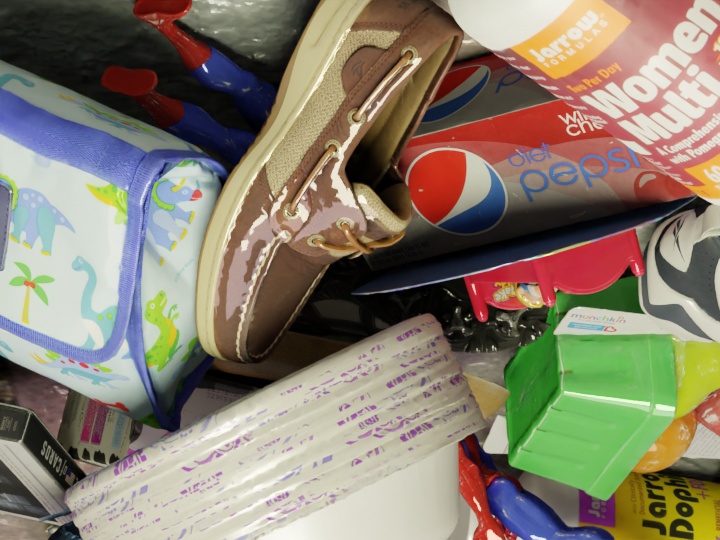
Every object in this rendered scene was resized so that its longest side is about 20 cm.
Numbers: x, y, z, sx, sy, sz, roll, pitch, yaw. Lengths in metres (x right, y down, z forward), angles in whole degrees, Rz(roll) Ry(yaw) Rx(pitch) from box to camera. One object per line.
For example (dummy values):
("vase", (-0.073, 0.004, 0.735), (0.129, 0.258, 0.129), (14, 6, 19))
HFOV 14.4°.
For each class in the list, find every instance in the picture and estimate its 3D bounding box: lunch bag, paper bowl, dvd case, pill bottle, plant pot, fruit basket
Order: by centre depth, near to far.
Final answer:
("pill bottle", (0.105, -0.119, 1.161), (0.200, 0.110, 0.109), (32, 143, -23))
("lunch bag", (-0.149, -0.029, 1.324), (0.169, 0.128, 0.200), (23, 157, 16))
("paper bowl", (-0.033, 0.107, 1.367), (0.200, 0.105, 0.201), (-25, 177, -2))
("plant pot", (-0.018, 0.058, 1.553), (0.199, 0.028, 0.200), (12, 174, 1))
("fruit basket", (0.183, 0.059, 1.564), (0.199, 0.094, 0.185), (-2, 155, -15))
("dvd case", (-0.256, 0.096, 1.621), (0.199, 0.025, 0.150), (10, 159, 18))
("pill bottle", (0.153, 0.172, 1.743), (0.199, 0.105, 0.104), (9, 152, -11))

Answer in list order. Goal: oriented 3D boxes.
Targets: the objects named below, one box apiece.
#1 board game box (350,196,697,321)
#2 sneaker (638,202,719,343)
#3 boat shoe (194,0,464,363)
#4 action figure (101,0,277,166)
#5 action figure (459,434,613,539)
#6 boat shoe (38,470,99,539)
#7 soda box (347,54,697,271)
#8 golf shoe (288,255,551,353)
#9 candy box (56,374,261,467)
("board game box", (0.094, -0.002, 1.362), (0.157, 0.039, 0.200), (-13, -173, 25))
("sneaker", (0.248, 0.001, 1.426), (0.198, 0.080, 0.130), (18, 160, -4))
("boat shoe", (-0.011, -0.036, 1.289), (0.072, 0.201, 0.072), (33, -162, 24))
("action figure", (-0.040, -0.059, 1.369), (0.052, 0.066, 0.200), (5, 158, 38))
("action figure", (0.086, 0.137, 1.648), (0.200, 0.052, 0.065), (40, -169, 10))
("boat shoe", (-0.131, 0.147, 1.608), (0.084, 0.069, 0.200), (27, -179, 7))
("soda box", (0.082, -0.062, 1.325), (0.199, 0.064, 0.070), (-13, 121, 30))
("golf shoe", (0.000, 0.000, 1.487), (0.199, 0.078, 0.094), (12, 170, -13))
("candy box", (-0.083, 0.094, 1.590), (0.136, 0.061, 0.200), (15, 174, -15))
